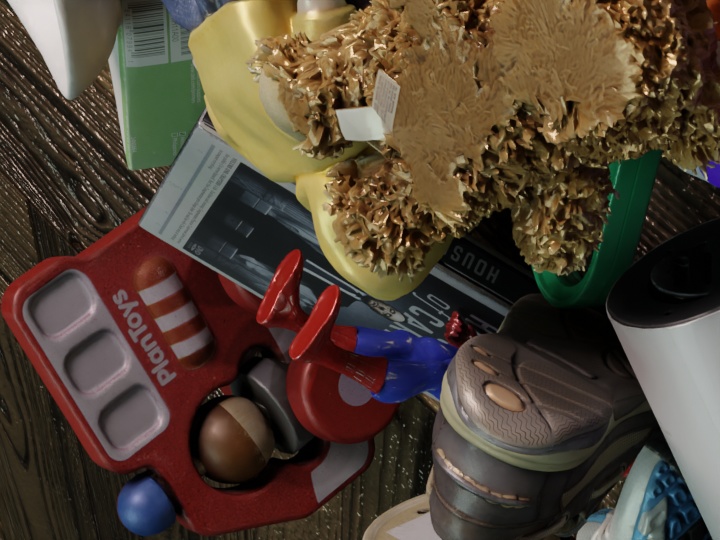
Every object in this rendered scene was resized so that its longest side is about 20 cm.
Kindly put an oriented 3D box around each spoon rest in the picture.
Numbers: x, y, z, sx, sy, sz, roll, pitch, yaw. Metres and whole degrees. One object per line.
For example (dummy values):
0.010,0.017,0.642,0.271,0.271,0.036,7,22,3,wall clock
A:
-0.146,-0.149,0.842,0.200,0.060,0.100,-113,14,-52,spoon rest

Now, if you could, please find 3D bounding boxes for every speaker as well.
0.163,0.080,0.710,0.081,0.081,0.201,7,128,60,speaker

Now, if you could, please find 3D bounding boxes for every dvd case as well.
0.000,0.000,0.889,0.199,0.025,0.150,31,158,-6,dvd case

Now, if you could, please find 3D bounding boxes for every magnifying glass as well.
0.099,-0.054,0.698,0.200,0.022,0.080,112,154,-58,magnifying glass

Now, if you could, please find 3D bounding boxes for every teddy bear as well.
0.041,-0.061,0.636,0.145,0.067,0.200,52,142,8,teddy bear

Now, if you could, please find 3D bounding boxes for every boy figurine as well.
-0.027,-0.082,0.751,0.200,0.064,0.124,53,154,-1,boy figurine

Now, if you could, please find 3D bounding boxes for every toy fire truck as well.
-0.083,0.054,1.045,0.112,0.168,0.201,8,129,60,toy fire truck

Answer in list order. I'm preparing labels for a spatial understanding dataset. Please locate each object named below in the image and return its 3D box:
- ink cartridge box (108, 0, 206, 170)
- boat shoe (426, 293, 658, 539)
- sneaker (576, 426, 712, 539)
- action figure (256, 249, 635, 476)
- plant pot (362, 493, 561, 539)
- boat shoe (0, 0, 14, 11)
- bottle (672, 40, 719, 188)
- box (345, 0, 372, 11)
-0.113,-0.170,0.932,0.146,0.048,0.201,96,162,-58,ink cartridge box
0.070,0.059,0.742,0.074,0.200,0.074,31,107,20,boat shoe
0.127,0.129,0.867,0.087,0.075,0.201,44,155,38,sneaker
0.051,0.049,0.828,0.199,0.052,0.065,29,-178,-33,action figure
0.065,0.223,1.008,0.187,0.186,0.201,13,121,58,plant pot
-0.198,-0.204,1.047,0.072,0.068,0.200,9,151,48,boat shoe
0.176,-0.019,0.565,0.200,0.065,0.084,31,152,45,bottle
0.035,-0.136,0.701,0.083,0.049,0.200,55,157,-1,box
